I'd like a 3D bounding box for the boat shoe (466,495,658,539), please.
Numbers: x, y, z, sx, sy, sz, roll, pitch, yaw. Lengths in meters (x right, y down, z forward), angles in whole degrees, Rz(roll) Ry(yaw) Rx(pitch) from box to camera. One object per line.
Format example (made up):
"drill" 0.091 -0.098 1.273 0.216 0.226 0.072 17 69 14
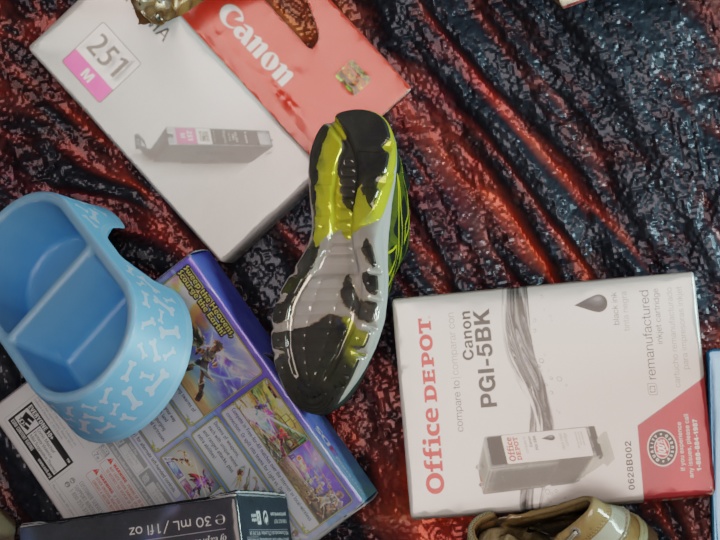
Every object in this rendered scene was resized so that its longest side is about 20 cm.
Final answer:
"boat shoe" 0.093 0.182 1.431 0.199 0.072 0.076 -28 123 37

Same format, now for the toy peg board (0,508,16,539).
"toy peg board" -0.268 0.278 1.445 0.098 0.199 0.200 42 91 -11

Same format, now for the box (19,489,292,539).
"box" -0.117 0.247 1.406 0.147 0.107 0.202 -10 82 15

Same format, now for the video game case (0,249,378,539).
"video game case" -0.117 0.120 1.489 0.181 0.045 0.201 -37 86 16

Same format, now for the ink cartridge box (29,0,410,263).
"ink cartridge box" -0.093 -0.135 1.517 0.173 0.044 0.200 -43 85 3

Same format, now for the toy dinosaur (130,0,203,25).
"toy dinosaur" -0.066 -0.215 1.509 0.199 0.060 0.107 -16 102 -14

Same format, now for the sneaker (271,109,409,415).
"sneaker" 0.000 0.000 1.468 0.074 0.085 0.202 7 77 24

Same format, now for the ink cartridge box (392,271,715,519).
"ink cartridge box" 0.124 0.083 1.468 0.198 0.083 0.148 -6 86 4

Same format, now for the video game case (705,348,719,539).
"video game case" 0.330 0.121 1.484 0.198 0.018 0.144 -2 88 5

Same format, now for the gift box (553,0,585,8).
"gift box" 0.156 -0.286 1.438 0.183 0.200 0.188 -21 102 0

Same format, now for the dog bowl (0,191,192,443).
"dog bowl" -0.187 0.024 1.458 0.112 0.050 0.200 -47 49 6
